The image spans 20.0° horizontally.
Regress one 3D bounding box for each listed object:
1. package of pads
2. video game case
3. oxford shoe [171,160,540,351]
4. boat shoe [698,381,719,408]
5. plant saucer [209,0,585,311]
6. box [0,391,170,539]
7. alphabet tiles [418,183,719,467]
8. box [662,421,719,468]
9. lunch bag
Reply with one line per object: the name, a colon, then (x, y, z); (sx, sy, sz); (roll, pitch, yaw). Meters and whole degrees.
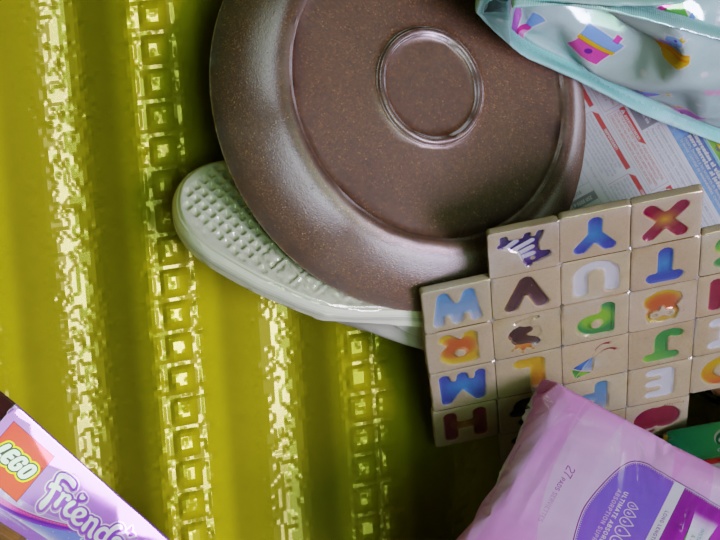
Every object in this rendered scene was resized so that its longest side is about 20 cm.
package of pads: (0.142, 0.150, 0.961); (0.199, 0.076, 0.121); (28, 63, 11)
video game case: (0.167, -0.074, 1.032); (0.199, 0.018, 0.144); (-28, 84, -19)
oxford shoe: (0.000, 0.000, 0.975); (0.198, 0.058, 0.076); (14, 62, -22)
boat shoe: (0.201, 0.044, 1.079); (0.068, 0.072, 0.201); (-31, 100, -19)
plant saucer: (0.027, -0.083, 0.950); (0.199, 0.032, 0.202); (5, 78, -25)
box: (-0.141, 0.170, 0.946); (0.137, 0.039, 0.200); (-49, 116, -10)
alphabet tiles: (0.112, 0.032, 0.981); (0.165, 0.006, 0.201); (-12, 143, -3)
box: (0.249, 0.146, 1.076); (0.200, 0.117, 0.049); (47, 41, -40)
lunch bag: (0.143, -0.170, 0.960); (0.199, 0.122, 0.172); (17, 71, -29)
